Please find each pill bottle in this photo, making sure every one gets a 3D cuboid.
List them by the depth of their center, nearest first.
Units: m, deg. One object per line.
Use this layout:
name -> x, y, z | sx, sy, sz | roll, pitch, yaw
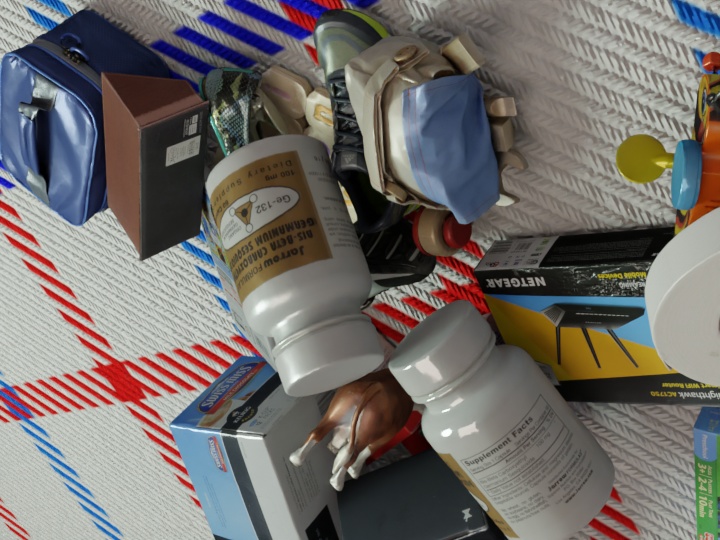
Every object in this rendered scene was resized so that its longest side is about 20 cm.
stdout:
pill bottle -> -0.053, -0.003, 0.937 | 0.114, 0.113, 0.202 | -41, 63, 50
pill bottle -> 0.118, 0.130, 0.945 | 0.201, 0.115, 0.114 | 51, 139, -12

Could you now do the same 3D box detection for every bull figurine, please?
bull figurine -> 0.011, 0.138, 1.027 | 0.065, 0.200, 0.122 | 39, 97, 18

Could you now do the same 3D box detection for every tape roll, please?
tape roll -> 0.301, 0.017, 0.768 | 0.200, 0.037, 0.204 | 0, 143, 0

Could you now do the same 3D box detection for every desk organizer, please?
desk organizer -> -0.198, -0.106, 1.049 | 0.077, 0.071, 0.201 | 52, 152, 23

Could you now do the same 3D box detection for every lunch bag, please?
lunch bag -> -0.287, -0.154, 1.114 | 0.135, 0.132, 0.201 | 33, 139, 12

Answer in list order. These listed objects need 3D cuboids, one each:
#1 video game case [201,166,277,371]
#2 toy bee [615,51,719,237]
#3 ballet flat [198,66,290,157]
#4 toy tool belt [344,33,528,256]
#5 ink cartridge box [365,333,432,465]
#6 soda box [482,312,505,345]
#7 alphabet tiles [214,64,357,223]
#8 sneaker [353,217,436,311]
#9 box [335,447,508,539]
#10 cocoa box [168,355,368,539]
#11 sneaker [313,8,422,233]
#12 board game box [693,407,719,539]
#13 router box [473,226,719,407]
video game case -> -0.130, -0.009, 1.131 | 0.143, 0.018, 0.202 | 37, 147, 61
toy bee -> 0.256, -0.090, 0.752 | 0.129, 0.110, 0.201 | 17, 145, -9
ballet flat -> -0.091, -0.098, 1.032 | 0.073, 0.074, 0.202 | 10, 134, 33
toy tool belt -> 0.073, -0.093, 0.877 | 0.122, 0.125, 0.202 | 8, 130, 45
ink cartridge box -> 0.002, 0.132, 1.169 | 0.200, 0.067, 0.116 | 44, 140, 0
soda box -> 0.144, 0.144, 1.061 | 0.063, 0.068, 0.201 | -21, 108, 47
alphabet tiles -> -0.058, -0.098, 1.062 | 0.194, 0.015, 0.201 | 27, 137, 15
sneaker -> 0.000, 0.000, 1.046 | 0.199, 0.074, 0.080 | -5, 131, 47
box -> 0.083, 0.278, 1.108 | 0.146, 0.105, 0.201 | -22, 137, 11
cocoa box -> -0.084, 0.208, 1.133 | 0.130, 0.133, 0.202 | 1, 119, 36
sneaker -> 0.005, -0.122, 0.929 | 0.073, 0.081, 0.202 | -6, 119, 29
board game box -> 0.387, 0.203, 0.934 | 0.198, 0.037, 0.153 | 10, 129, 32
router box -> 0.211, 0.042, 0.928 | 0.198, 0.051, 0.150 | -4, 124, 42
